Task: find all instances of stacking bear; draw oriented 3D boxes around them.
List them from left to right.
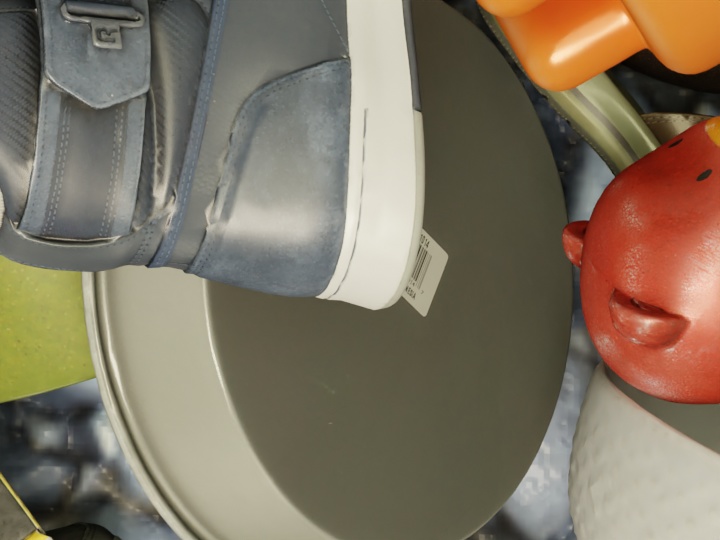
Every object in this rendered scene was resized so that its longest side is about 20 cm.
[{"bbox_3d":[0.161,0.005,0.733,0.200,0.122,0.114,6,117,-12],"label":"stacking bear"}]

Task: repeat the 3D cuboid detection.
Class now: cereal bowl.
[{"bbox_3d":[0.151,0.098,0.753,0.200,0.200,0.083,20,101,2],"label":"cereal bowl"}]

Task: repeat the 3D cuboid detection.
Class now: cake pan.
[{"bbox_3d":[0.000,0.000,0.769,0.037,0.200,0.201,-4,80,41],"label":"cake pan"}]

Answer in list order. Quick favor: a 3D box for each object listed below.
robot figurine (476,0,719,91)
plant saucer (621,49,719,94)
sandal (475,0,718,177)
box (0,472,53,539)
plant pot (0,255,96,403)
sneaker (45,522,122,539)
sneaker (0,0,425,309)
[{"bbox_3d":[0.117,-0.135,0.733,0.200,0.117,0.144,-31,101,8],"label":"robot figurine"},{"bbox_3d":[0.125,-0.151,0.816,0.200,0.032,0.201,5,108,15],"label":"plant saucer"},{"bbox_3d":[0.111,-0.034,0.810,0.057,0.080,0.201,-38,93,5],"label":"sandal"},{"bbox_3d":[-0.214,0.050,0.750,0.160,0.049,0.200,-36,83,-14],"label":"box"},{"bbox_3d":[-0.112,-0.066,0.786,0.187,0.187,0.200,-17,96,-3],"label":"plant pot"},{"bbox_3d":[-0.170,0.115,0.793,0.200,0.075,0.079,-21,102,-3],"label":"sneaker"},{"bbox_3d":[-0.062,-0.091,0.675,0.146,0.077,0.203,4,63,-14],"label":"sneaker"}]
